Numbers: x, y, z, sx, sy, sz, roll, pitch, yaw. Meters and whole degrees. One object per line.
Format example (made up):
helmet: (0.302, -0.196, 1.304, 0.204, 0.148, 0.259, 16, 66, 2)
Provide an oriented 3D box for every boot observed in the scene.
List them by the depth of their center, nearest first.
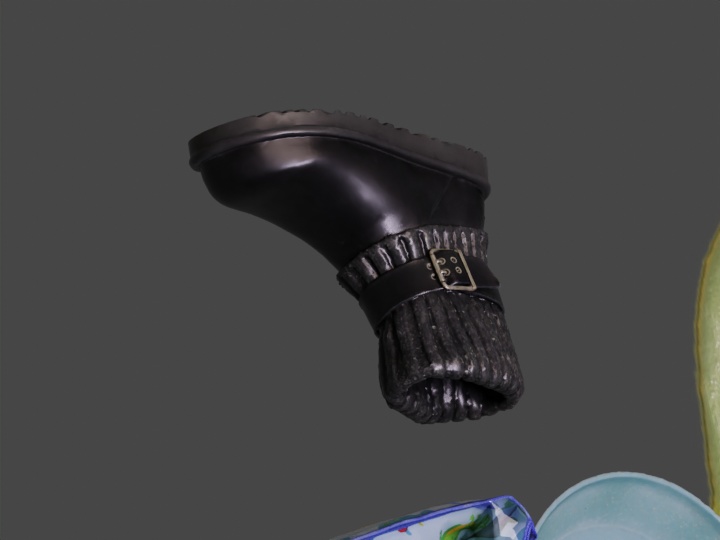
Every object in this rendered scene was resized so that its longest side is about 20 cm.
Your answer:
boot: (0.002, -0.001, 1.632, 0.211, 0.079, 0.158, 9, 66, -34)

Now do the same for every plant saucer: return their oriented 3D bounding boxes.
plant saucer: (0.160, 0.217, 1.685, 0.200, 0.036, 0.200, 14, 64, -32)

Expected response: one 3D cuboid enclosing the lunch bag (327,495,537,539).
lunch bag: (-0.018, 0.196, 1.476, 0.200, 0.170, 0.127, -39, 95, -42)
